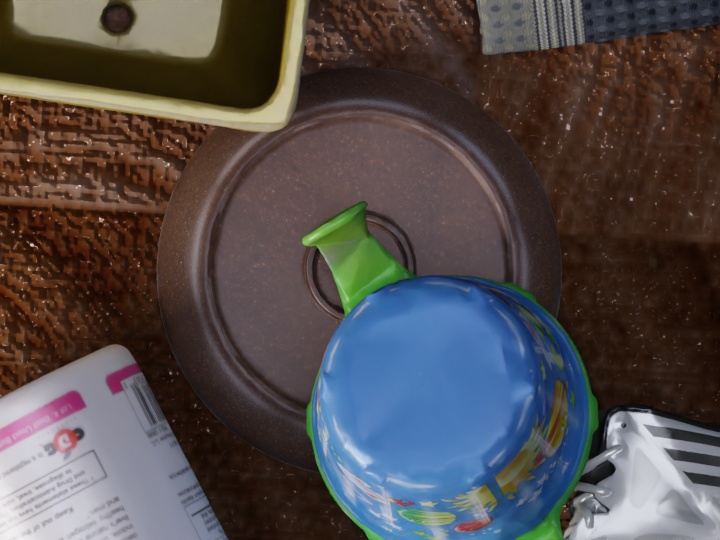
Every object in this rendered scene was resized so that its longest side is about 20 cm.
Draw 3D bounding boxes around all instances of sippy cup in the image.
[{"bbox_3d":[0.037,0.060,1.335,0.177,0.130,0.140,23,84,10],"label":"sippy cup"}]

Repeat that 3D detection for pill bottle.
[{"bbox_3d":[-0.115,0.147,1.380,0.113,0.113,0.201,-27,88,-2],"label":"pill bottle"}]

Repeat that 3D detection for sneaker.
[{"bbox_3d":[0.105,0.133,1.415,0.200,0.076,0.116,-21,79,-10],"label":"sneaker"}]

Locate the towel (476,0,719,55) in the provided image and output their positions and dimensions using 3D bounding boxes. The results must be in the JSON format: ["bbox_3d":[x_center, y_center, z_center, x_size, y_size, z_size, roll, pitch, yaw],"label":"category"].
[{"bbox_3d":[0.139,-0.194,1.385,0.191,0.201,0.035,-8,44,1],"label":"towel"}]

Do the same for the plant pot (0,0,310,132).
[{"bbox_3d":[-0.115,-0.163,1.352,0.194,0.200,0.195,8,87,-1],"label":"plant pot"}]

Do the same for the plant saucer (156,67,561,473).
[{"bbox_3d":[0.000,0.000,1.430,0.199,0.034,0.202,0,88,-2],"label":"plant saucer"}]
